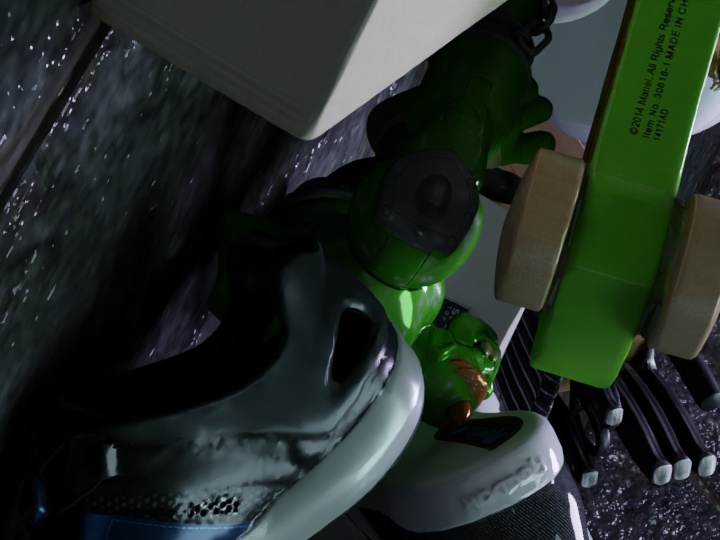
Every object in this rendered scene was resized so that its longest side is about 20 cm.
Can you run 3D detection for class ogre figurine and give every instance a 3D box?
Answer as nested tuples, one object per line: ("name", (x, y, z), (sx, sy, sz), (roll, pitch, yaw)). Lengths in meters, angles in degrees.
("ogre figurine", (0.000, 0.000, 0.687), (0.200, 0.098, 0.120), (-36, -161, 29))

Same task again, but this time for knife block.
("knife block", (0.120, 0.015, 1.051), (0.200, 0.176, 0.064), (-54, 165, -47))

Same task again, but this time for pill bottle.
("pill bottle", (0.130, -0.114, 0.979), (0.114, 0.114, 0.200), (-67, 169, 11))

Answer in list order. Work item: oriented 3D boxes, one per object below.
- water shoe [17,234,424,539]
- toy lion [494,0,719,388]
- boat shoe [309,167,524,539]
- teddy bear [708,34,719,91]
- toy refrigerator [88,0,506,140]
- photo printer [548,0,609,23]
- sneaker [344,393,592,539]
("water shoe", (-0.073, 0.071, 0.587), (0.200, 0.079, 0.071), (-45, -153, -15))
("toy lion", (0.094, -0.053, 0.694), (0.192, 0.069, 0.200), (95, 12, -73))
("boat shoe", (0.025, 0.042, 0.947), (0.200, 0.075, 0.093), (-58, -177, 9))
("teddy bear", (0.169, -0.159, 0.795), (0.145, 0.067, 0.200), (-56, 163, -60))
("toy refrigerator", (0.008, -0.106, 0.551), (0.076, 0.070, 0.200), (-63, 171, 26))
("photo printer", (0.098, -0.195, 0.772), (0.200, 0.069, 0.166), (-63, 168, -11))
("sneaker", (0.039, 0.103, 0.708), (0.073, 0.112, 0.200), (-25, -175, -6))
